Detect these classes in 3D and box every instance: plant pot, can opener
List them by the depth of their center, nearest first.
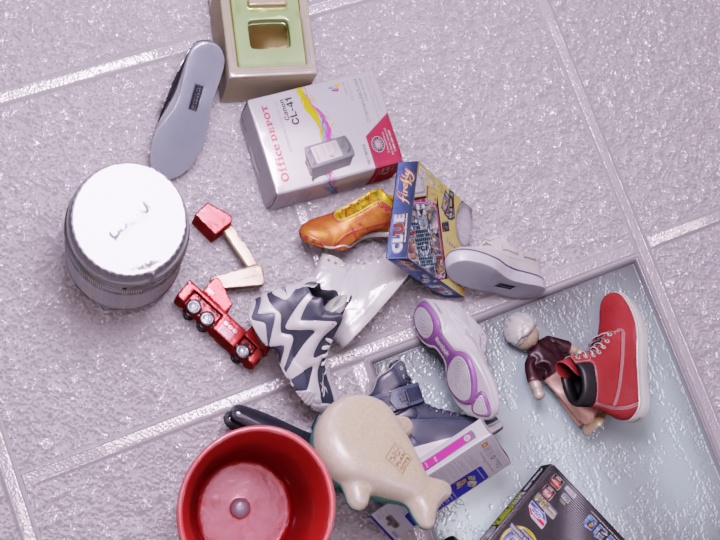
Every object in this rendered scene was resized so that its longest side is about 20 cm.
[{"bbox_3d":[-0.143,0.305,1.524,0.197,0.177,0.204,2,78,-12],"label":"plant pot"},{"bbox_3d":[-0.093,0.228,1.615,0.197,0.064,0.080,18,50,-15],"label":"can opener"}]

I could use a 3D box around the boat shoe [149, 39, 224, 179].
[{"bbox_3d":[-0.249,-0.229,1.676,0.072,0.068,0.203,13,99,-21],"label":"boat shoe"}]

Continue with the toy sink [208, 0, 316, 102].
[{"bbox_3d":[-0.144,-0.358,1.708,0.128,0.112,0.204,-4,79,-15],"label":"toy sink"}]

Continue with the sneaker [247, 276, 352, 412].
[{"bbox_3d":[-0.050,0.092,1.603,0.128,0.080,0.201,-30,109,7],"label":"sneaker"}]

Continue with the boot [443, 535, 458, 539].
[{"bbox_3d":[0.135,0.498,1.625,0.200,0.068,0.188,48,64,-8],"label":"boot"}]

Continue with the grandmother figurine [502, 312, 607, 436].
[{"bbox_3d":[0.281,0.145,1.733,0.201,0.061,0.121,50,44,3],"label":"grandmother figurine"}]

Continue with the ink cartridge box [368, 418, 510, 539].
[{"bbox_3d":[0.104,0.286,1.619,0.199,0.095,0.037,-35,49,1],"label":"ink cartridge box"}]

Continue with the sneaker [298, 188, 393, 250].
[{"bbox_3d":[0.002,-0.080,1.694,0.197,0.078,0.073,-14,36,-23],"label":"sneaker"}]

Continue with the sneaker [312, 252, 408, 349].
[{"bbox_3d":[0.000,0.000,1.685,0.115,0.074,0.200,43,67,2],"label":"sneaker"}]

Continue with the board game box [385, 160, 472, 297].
[{"bbox_3d":[0.100,-0.053,1.669,0.034,0.200,0.138,-1,73,28],"label":"board game box"}]

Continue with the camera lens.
[{"bbox_3d":[-0.305,-0.042,1.551,0.157,0.200,0.163,3,76,-13],"label":"camera lens"}]

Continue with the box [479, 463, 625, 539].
[{"bbox_3d":[0.282,0.401,1.679,0.200,0.044,0.160,46,71,0],"label":"box"}]

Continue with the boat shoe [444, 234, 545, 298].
[{"bbox_3d":[0.192,-0.014,1.710,0.198,0.070,0.071,14,60,-40],"label":"boat shoe"}]

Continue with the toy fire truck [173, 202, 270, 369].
[{"bbox_3d":[-0.181,0.022,1.647,0.200,0.049,0.141,42,70,-3],"label":"toy fire truck"}]

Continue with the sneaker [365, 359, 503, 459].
[{"bbox_3d":[0.097,0.189,1.665,0.199,0.077,0.148,-10,72,-26],"label":"sneaker"}]

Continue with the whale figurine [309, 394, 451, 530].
[{"bbox_3d":[0.020,0.257,1.549,0.199,0.104,0.160,38,49,-3],"label":"whale figurine"}]

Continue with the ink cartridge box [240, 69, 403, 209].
[{"bbox_3d":[-0.056,-0.187,1.707,0.197,0.086,0.150,-16,82,-18],"label":"ink cartridge box"}]

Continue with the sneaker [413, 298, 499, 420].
[{"bbox_3d":[0.154,0.116,1.669,0.098,0.075,0.202,-2,51,-37],"label":"sneaker"}]

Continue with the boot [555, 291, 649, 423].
[{"bbox_3d":[0.340,0.109,1.714,0.142,0.072,0.203,17,56,-25],"label":"boot"}]
